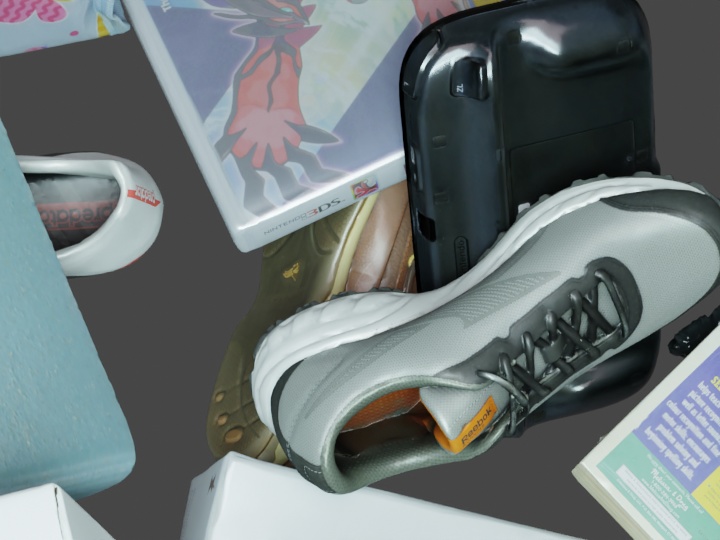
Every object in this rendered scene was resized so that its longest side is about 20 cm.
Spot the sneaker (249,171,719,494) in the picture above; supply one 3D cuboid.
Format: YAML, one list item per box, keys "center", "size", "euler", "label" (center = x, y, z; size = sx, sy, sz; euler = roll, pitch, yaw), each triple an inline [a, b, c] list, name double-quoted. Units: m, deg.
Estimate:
- center: [0.058, 0.031, 1.034]
  size: [0.199, 0.079, 0.074]
  euler: [-25, 126, 0]
  label: "sneaker"

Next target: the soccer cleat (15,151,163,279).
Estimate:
- center: [-0.181, -0.016, 1.114]
  size: [0.198, 0.085, 0.069]
  euler: [-8, 82, -2]
  label: "soccer cleat"

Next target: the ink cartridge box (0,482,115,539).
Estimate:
- center: [-0.178, 0.150, 0.953]
  size: [0.198, 0.146, 0.085]
  euler: [-15, 74, 1]
  label: "ink cartridge box"

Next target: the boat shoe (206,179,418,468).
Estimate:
- center: [0.000, 0.000, 1.129]
  size: [0.067, 0.072, 0.201]
  euler: [29, 72, -30]
  label: "boat shoe"

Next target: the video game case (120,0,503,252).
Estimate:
- center: [-0.006, -0.125, 1.126]
  size: [0.181, 0.023, 0.201]
  euler: [-25, 60, -4]
  label: "video game case"

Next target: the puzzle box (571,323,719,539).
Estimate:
- center: [0.197, 0.104, 1.060]
  size: [0.133, 0.025, 0.200]
  euler: [-42, 84, -13]
  label: "puzzle box"

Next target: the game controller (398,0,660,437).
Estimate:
- center: [0.072, -0.020, 1.084]
  size: [0.104, 0.042, 0.201]
  euler: [-19, 127, -18]
  label: "game controller"

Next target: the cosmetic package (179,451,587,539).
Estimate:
- center: [0.021, 0.152, 1.071]
  size: [0.199, 0.081, 0.114]
  euler: [16, 75, -9]
  label: "cosmetic package"

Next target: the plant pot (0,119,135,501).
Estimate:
- center: [-0.237, 0.034, 1.001]
  size: [0.195, 0.200, 0.197]
  euler: [-24, 87, 21]
  label: "plant pot"

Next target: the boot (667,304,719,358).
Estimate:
- center: [0.183, 0.087, 1.109]
  size: [0.197, 0.073, 0.163]
  euler: [-30, 86, -12]
  label: "boot"

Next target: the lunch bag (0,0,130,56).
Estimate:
- center: [-0.197, -0.187, 1.114]
  size: [0.168, 0.127, 0.201]
  euler: [-11, 56, -2]
  label: "lunch bag"
